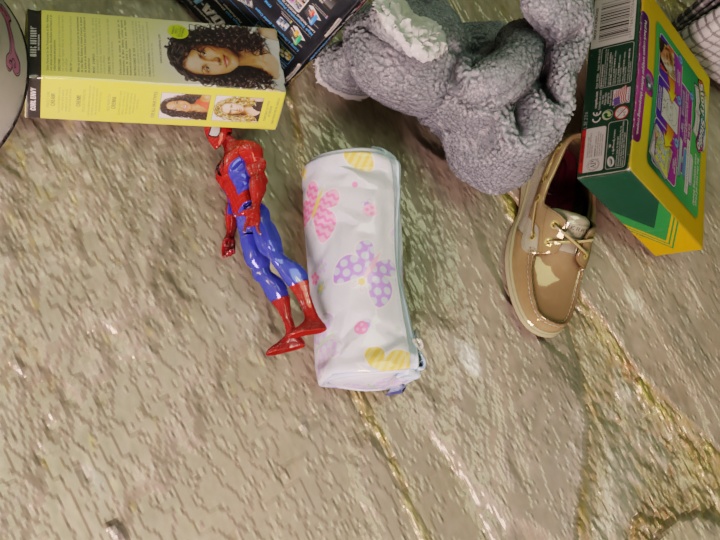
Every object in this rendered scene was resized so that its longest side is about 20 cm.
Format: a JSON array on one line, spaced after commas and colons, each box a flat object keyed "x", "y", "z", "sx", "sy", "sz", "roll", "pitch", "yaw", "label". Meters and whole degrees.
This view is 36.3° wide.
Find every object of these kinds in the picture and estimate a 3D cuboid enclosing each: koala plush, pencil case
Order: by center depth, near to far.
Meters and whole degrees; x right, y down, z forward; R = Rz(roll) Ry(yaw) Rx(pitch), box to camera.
[{"x": 0.000, "y": 0.000, "z": 0.901, "sx": 0.083, "sy": 0.091, "sz": 0.201, "roll": 12, "pitch": 65, "yaw": -46, "label": "pencil case"}, {"x": 0.071, "y": -0.175, "z": 0.954, "sx": 0.199, "sy": 0.177, "sz": 0.184, "roll": 16, "pitch": 77, "yaw": -25, "label": "koala plush"}]

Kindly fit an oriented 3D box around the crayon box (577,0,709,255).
[{"x": 0.279, "y": -0.141, "z": 1.067, "sx": 0.172, "sy": 0.058, "sz": 0.201, "roll": 35, "pitch": 57, "yaw": -45, "label": "crayon box"}]

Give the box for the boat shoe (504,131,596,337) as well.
[{"x": 0.182, "y": -0.039, "z": 1.019, "sx": 0.074, "sy": 0.066, "sz": 0.201, "roll": 14, "pitch": 68, "yaw": -22, "label": "boat shoe"}]

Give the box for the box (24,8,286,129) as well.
[{"x": -0.163, "y": -0.158, "z": 0.872, "sx": 0.199, "sy": 0.050, "sz": 0.075, "roll": -1, "pitch": 56, "yaw": -17, "label": "box"}]

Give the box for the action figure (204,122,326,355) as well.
[{"x": -0.086, "y": -0.035, "z": 0.882, "sx": 0.052, "sy": 0.065, "sz": 0.201, "roll": -10, "pitch": 72, "yaw": -30, "label": "action figure"}]

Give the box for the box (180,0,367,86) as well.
[{"x": -0.095, "y": -0.261, "z": 0.900, "sx": 0.200, "sy": 0.159, "sz": 0.046, "roll": 45, "pitch": 53, "yaw": -6, "label": "box"}]

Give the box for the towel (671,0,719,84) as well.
[{"x": 0.447, "y": -0.255, "z": 1.166, "sx": 0.199, "sy": 0.166, "sz": 0.086, "roll": 19, "pitch": 62, "yaw": -21, "label": "towel"}]

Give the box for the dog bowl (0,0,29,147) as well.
[{"x": -0.338, "y": -0.151, "z": 0.761, "sx": 0.199, "sy": 0.074, "sz": 0.201, "roll": 2, "pitch": 73, "yaw": -6, "label": "dog bowl"}]
